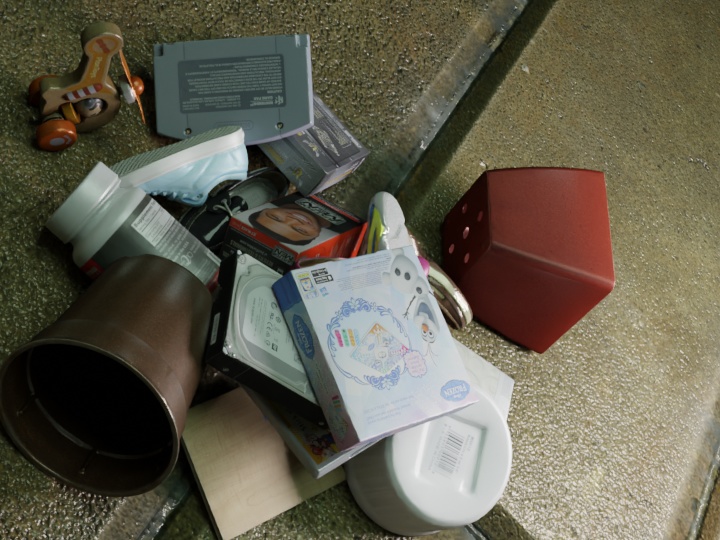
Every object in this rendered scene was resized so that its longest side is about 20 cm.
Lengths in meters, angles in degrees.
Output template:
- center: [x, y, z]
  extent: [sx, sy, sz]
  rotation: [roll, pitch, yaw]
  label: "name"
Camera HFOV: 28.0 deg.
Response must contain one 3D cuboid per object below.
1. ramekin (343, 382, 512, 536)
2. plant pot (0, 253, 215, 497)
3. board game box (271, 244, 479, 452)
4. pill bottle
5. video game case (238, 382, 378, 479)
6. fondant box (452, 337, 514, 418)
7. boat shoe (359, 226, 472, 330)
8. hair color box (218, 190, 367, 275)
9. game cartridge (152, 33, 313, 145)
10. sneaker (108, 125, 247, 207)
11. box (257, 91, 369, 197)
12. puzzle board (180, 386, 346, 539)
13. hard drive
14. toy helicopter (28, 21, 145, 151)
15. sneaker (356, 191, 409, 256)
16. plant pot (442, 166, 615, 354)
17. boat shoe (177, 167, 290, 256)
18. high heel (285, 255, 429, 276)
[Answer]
- center: [0.087, 0.219, 1.745]
  extent: [0.199, 0.098, 0.202]
  rotation: [5, 79, -27]
  label: "ramekin"
- center: [-0.247, 0.097, 1.520]
  extent: [0.200, 0.200, 0.199]
  rotation: [43, 36, -11]
  label: "plant pot"
- center: [0.019, 0.082, 1.614]
  extent: [0.199, 0.043, 0.200]
  rotation: [-12, 74, -44]
  label: "board game box"
- center: [-0.253, -0.020, 1.638]
  extent: [0.200, 0.114, 0.114]
  rotation: [42, 43, -11]
  label: "pill bottle"
- center: [-0.039, 0.121, 1.671]
  extent: [0.181, 0.023, 0.200]
  rotation: [-28, 64, -29]
  label: "video game case"
- center: [0.099, 0.158, 1.875]
  extent: [0.199, 0.058, 0.145]
  rotation: [34, 46, -18]
  label: "fondant box"
- center: [0.066, 0.014, 1.945]
  extent: [0.075, 0.075, 0.203]
  rotation: [-45, 105, -13]
  label: "boat shoe"
- center: [-0.079, -0.039, 1.780]
  extent: [0.101, 0.062, 0.200]
  rotation: [28, 23, 16]
  label: "hair color box"
- center: [-0.158, -0.222, 1.805]
  extent: [0.040, 0.198, 0.135]
  rotation: [35, 52, -83]
  label: "game cartridge"
- center: [-0.221, -0.107, 1.737]
  extent: [0.199, 0.074, 0.083]
  rotation: [-21, 109, -20]
  label: "sneaker"
- center: [-0.093, -0.197, 1.897]
  extent: [0.200, 0.048, 0.158]
  rotation: [47, 26, 3]
  label: "box"
- center: [-0.115, 0.206, 1.663]
  extent: [0.199, 0.017, 0.152]
  rotation: [-21, 88, -44]
  label: "puzzle board"
- center: [-0.076, 0.082, 1.589]
  extent: [0.199, 0.038, 0.141]
  rotation: [34, 43, -31]
  label: "hard drive"
- center: [-0.301, -0.218, 1.660]
  extent: [0.131, 0.200, 0.079]
  rotation: [-4, 64, -24]
  label: "toy helicopter"
- center: [0.005, 0.005, 1.815]
  extent: [0.076, 0.104, 0.202]
  rotation: [7, 78, -61]
  label: "sneaker"
- center: [0.222, -0.031, 2.019]
  extent: [0.175, 0.200, 0.201]
  rotation: [15, 53, -21]
  label: "plant pot"
- center: [-0.157, -0.072, 1.795]
  extent: [0.074, 0.060, 0.200]
  rotation: [53, 42, 3]
  label: "boat shoe"
- center: [0.000, 0.000, 1.695]
  extent: [0.198, 0.096, 0.068]
  rotation: [-12, 56, -21]
  label: "high heel"
